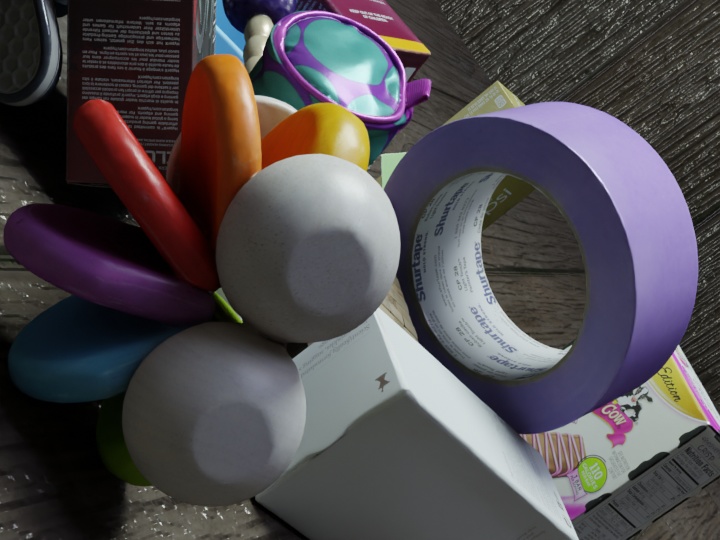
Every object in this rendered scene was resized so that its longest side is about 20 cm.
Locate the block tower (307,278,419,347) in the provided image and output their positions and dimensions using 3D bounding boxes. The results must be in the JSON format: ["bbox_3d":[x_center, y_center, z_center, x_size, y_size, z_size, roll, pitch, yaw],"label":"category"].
[{"bbox_3d":[-0.016,-0.019,1.033,0.058,0.054,0.201,45,23,-45],"label":"block tower"}]

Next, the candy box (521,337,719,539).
[{"bbox_3d":[0.157,0.131,1.182,0.061,0.199,0.137,41,17,-40],"label":"candy box"}]

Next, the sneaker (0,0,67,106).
[{"bbox_3d":[-0.197,-0.166,0.986,0.146,0.077,0.203,24,31,-59],"label":"sneaker"}]

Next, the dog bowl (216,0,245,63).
[{"bbox_3d":[-0.110,-0.149,1.169,0.111,0.049,0.201,44,17,-34],"label":"dog bowl"}]

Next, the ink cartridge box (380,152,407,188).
[{"bbox_3d":[0.049,0.016,1.203,0.145,0.047,0.203,-19,112,-75],"label":"ink cartridge box"}]

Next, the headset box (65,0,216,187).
[{"bbox_3d":[-0.126,-0.142,0.970,0.149,0.076,0.203,-89,-179,-76],"label":"headset box"}]

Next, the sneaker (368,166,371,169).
[{"bbox_3d":[-0.047,-0.091,1.322,0.098,0.071,0.201,46,16,-7],"label":"sneaker"}]

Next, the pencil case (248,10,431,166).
[{"bbox_3d":[-0.044,-0.041,0.907,0.092,0.201,0.086,23,37,-10],"label":"pencil case"}]

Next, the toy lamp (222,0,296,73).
[{"bbox_3d":[-0.065,-0.102,1.045,0.058,0.058,0.202,40,38,-44],"label":"toy lamp"}]

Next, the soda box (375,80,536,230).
[{"bbox_3d":[0.060,-0.056,1.317,0.068,0.199,0.064,59,15,27],"label":"soda box"}]

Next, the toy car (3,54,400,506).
[{"bbox_3d":[-0.086,-0.004,0.751,0.149,0.201,0.175,27,7,-26],"label":"toy car"}]

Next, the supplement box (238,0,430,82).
[{"bbox_3d":[-0.053,-0.193,1.271,0.085,0.111,0.201,1,44,-50],"label":"supplement box"}]

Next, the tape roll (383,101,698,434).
[{"bbox_3d":[0.108,-0.003,1.049,0.085,0.200,0.201,-16,67,-49],"label":"tape roll"}]

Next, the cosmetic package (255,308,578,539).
[{"bbox_3d":[0.029,0.122,0.970,0.200,0.112,0.082,45,16,-38],"label":"cosmetic package"}]
